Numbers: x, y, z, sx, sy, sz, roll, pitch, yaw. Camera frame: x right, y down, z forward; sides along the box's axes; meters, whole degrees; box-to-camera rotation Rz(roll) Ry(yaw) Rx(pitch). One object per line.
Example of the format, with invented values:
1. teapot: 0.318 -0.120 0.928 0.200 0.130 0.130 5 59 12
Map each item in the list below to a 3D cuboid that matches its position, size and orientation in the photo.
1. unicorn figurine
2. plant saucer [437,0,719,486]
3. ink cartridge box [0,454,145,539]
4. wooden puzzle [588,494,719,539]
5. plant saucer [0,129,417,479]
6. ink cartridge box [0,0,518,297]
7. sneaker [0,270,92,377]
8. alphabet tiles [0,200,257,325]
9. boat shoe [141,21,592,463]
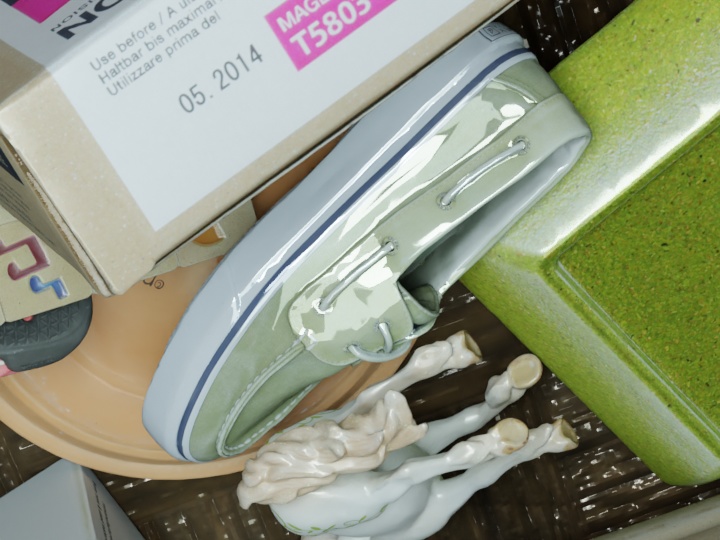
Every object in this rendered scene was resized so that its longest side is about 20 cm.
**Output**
1. unicorn figurine: 0.014 0.086 1.144 0.137 0.074 0.200 -33 143 15
2. plant saucer: 0.150 -0.017 1.129 0.200 0.048 0.200 -40 124 10
3. ink cartridge box: -0.113 0.197 1.182 0.144 0.084 0.200 -32 116 5
4. wooden puzzle: 0.068 0.170 1.182 0.185 0.046 0.200 -12 132 -46
5. plant saucer: -0.065 -0.008 1.121 0.200 0.032 0.201 -4 116 -8
6. ink cartridge box: -0.042 -0.093 0.965 0.200 0.165 0.075 -36 112 -10
7. sneaker: -0.196 0.016 1.088 0.200 0.074 0.087 -1 154 0
8. alphabet tiles: -0.116 -0.071 1.043 0.200 0.006 0.167 -18 97 -20
9. boat shoe: 0.000 0.000 1.070 0.200 0.062 0.072 -50 157 13
